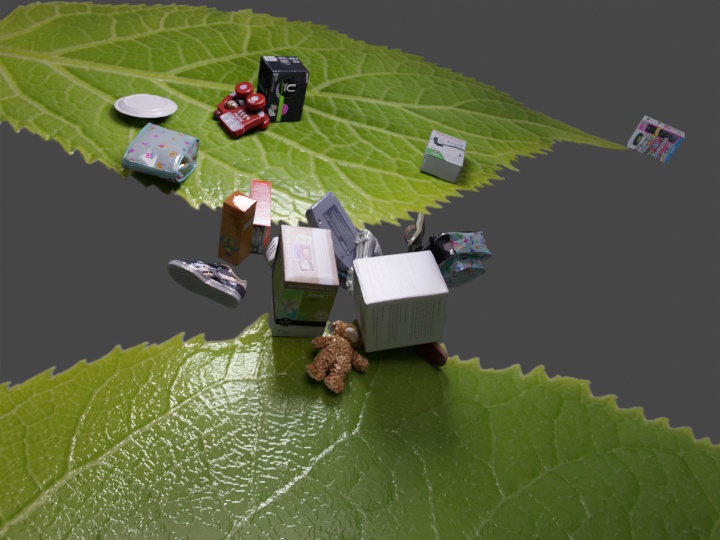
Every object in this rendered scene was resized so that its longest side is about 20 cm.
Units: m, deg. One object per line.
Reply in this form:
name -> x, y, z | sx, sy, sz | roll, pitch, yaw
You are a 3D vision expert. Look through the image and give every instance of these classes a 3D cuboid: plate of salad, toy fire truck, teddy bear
plate of salad -> -0.724, -0.548, 1.919 | 0.199, 0.048, 0.200 | 7, 34, -5
toy fire truck -> -0.429, -0.565, 2.011 | 0.168, 0.112, 0.200 | -32, 59, -20
teddy bear -> -0.052, 0.199, 1.357 | 0.145, 0.067, 0.200 | 40, 46, 16

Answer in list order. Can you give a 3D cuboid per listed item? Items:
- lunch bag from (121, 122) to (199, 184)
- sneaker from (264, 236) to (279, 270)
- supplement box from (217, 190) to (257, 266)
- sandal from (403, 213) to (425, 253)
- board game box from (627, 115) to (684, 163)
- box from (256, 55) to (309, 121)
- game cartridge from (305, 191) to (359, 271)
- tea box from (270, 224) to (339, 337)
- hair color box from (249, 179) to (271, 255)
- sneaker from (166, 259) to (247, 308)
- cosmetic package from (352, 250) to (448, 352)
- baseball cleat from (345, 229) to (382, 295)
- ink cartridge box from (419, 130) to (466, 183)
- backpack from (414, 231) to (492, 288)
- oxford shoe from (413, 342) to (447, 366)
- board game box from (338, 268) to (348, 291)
lunch bag -> -0.592, -0.335, 1.688 | 0.170, 0.122, 0.200 | 16, 36, -5
sneaker -> -0.177, -0.075, 1.570 | 0.200, 0.076, 0.115 | -29, 55, -17
supplement box -> -0.323, -0.106, 1.482 | 0.066, 0.200, 0.069 | 26, 46, 7
sandal -> 0.166, -0.110, 1.769 | 0.057, 0.080, 0.201 | 5, 34, 11
board game box -> 1.401, -0.621, 2.694 | 0.199, 0.148, 0.064 | 27, 41, 10
box -> -0.291, -0.666, 2.085 | 0.148, 0.200, 0.124 | -11, 48, -29
game cartridge -> -0.067, -0.102, 1.545 | 0.133, 0.041, 0.200 | -46, 111, -42
tea box -> -0.146, 0.028, 1.408 | 0.133, 0.197, 0.201 | 4, 44, -16
hair color box -> -0.289, -0.153, 1.611 | 0.064, 0.111, 0.201 | 7, 44, -13
sneaker -> -0.380, 0.019, 1.423 | 0.199, 0.079, 0.080 | 29, 46, -6
cosmetic package -> 0.093, 0.074, 1.389 | 0.199, 0.168, 0.167 | -7, 40, -9
baseball cleat -> 0.019, -0.012, 1.535 | 0.106, 0.070, 0.201 | 36, 57, -43
ink cartridge box -> 0.315, -0.434, 2.148 | 0.146, 0.083, 0.200 | 19, 41, -1
backpack -> 0.280, -0.035, 1.649 | 0.199, 0.177, 0.151 | -13, 73, -37
oxford shoe -> 0.164, 0.163, 1.473 | 0.075, 0.071, 0.200 | -20, 54, -38
board game box -> 0.000, 0.000, 1.602 | 0.200, 0.047, 0.151 | 31, 43, 13
